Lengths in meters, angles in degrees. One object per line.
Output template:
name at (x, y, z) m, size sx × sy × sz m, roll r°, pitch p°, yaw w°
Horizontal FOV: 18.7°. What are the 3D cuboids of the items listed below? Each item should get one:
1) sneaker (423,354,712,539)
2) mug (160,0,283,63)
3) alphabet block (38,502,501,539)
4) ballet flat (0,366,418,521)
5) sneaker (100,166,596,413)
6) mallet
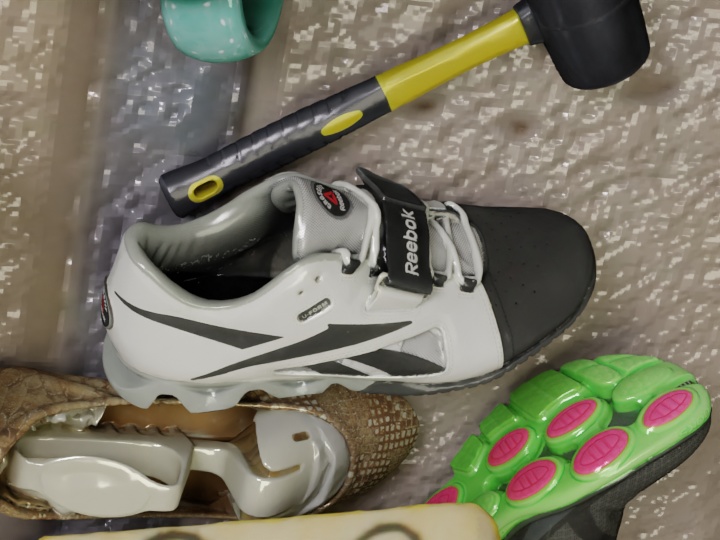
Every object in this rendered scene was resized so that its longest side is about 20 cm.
sneaker at (0.076, 0.112, 0.932) m, size 0.084 × 0.077 × 0.200 m, roll 32°, pitch 114°, yaw -33°
mug at (-0.068, -0.173, 0.709) m, size 0.151 × 0.115 × 0.185 m, roll 23°, pitch 141°, yaw -6°
alphabet block at (-0.029, 0.230, 0.834) m, size 0.194 × 0.201 × 0.197 m, roll -4°, pitch 133°, yaw 8°
ballet flat at (-0.066, 0.078, 0.870) m, size 0.199 × 0.065 × 0.071 m, roll 0°, pitch 116°, yaw -17°
sneaker at (0.000, 0.000, 0.833) m, size 0.199 × 0.074 × 0.089 m, roll -11°, pitch 144°, yaw -12°
mallet at (0.020, -0.064, 0.846) m, size 0.199 × 0.041 × 0.066 m, roll -32°, pitch 123°, yaw 6°
